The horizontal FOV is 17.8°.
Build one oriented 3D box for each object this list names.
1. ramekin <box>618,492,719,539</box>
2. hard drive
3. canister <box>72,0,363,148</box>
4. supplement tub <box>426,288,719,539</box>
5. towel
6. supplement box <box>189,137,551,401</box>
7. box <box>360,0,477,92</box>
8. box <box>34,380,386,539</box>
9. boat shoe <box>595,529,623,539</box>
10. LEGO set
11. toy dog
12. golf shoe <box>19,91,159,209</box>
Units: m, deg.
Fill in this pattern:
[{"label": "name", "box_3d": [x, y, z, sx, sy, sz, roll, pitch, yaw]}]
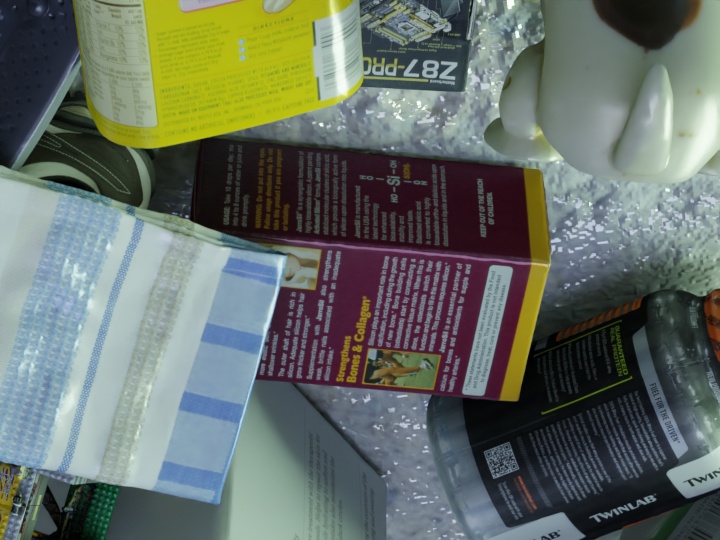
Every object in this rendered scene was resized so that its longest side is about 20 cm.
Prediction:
[{"label": "ramekin", "box_3d": [0.244, 0.174, 1.387, 0.098, 0.201, 0.200, 40, 121, -21]}, {"label": "hard drive", "box_3d": [-0.219, -0.100, 1.191, 0.135, 0.042, 0.200, 41, 111, 10]}, {"label": "canister", "box_3d": [-0.072, -0.168, 1.080, 0.147, 0.087, 0.201, -14, 127, -14]}, {"label": "supplement tub", "box_3d": [0.149, 0.088, 1.356, 0.199, 0.123, 0.123, -23, 128, 20]}, {"label": "towel", "box_3d": [-0.140, 0.034, 1.188, 0.199, 0.024, 0.148, 17, 91, -28]}, {"label": "supplement box", "box_3d": [0.000, 0.000, 1.303, 0.198, 0.086, 0.111, 5, 130, -5]}, {"label": "box", "box_3d": [-0.035, -0.172, 1.179, 0.198, 0.049, 0.162, 2, 129, -3]}, {"label": "box", "box_3d": [-0.107, 0.187, 1.392, 0.199, 0.200, 0.171, -26, 126, 22]}, {"label": "boat shoe", "box_3d": [0.159, 0.243, 1.524, 0.070, 0.072, 0.201, 24, 127, -20]}, {"label": "LEGO set", "box_3d": [-0.193, 0.077, 1.257, 0.153, 0.116, 0.201, 25, 91, 10]}, {"label": "toy dog", "box_3d": [0.128, -0.150, 1.118, 0.138, 0.194, 0.202, 6, 99, 12]}, {"label": "golf shoe", "box_3d": [-0.211, -0.056, 1.251, 0.198, 0.095, 0.078, 5, 133, -2]}]
